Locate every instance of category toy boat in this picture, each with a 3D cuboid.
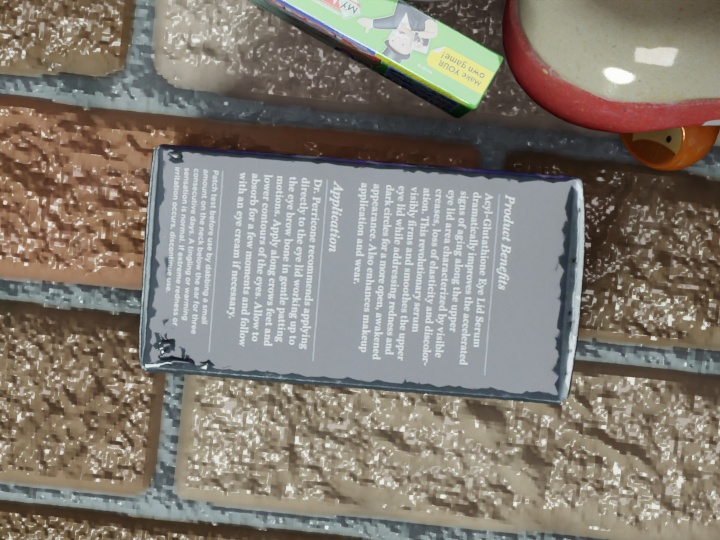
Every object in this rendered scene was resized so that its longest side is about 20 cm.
[{"bbox_3d":[0.160,-0.101,1.229,0.199,0.131,0.131,-2,48,-23],"label":"toy boat"}]

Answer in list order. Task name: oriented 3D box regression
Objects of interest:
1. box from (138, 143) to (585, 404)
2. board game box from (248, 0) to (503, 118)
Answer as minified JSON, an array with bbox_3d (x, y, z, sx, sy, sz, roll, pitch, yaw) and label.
[{"bbox_3d":[0.000,0.000,1.212,0.199,0.148,0.105,4,91,-2],"label":"box"},{"bbox_3d":[-0.030,-0.134,1.212,0.199,0.135,0.029,29,92,-1],"label":"board game box"}]
